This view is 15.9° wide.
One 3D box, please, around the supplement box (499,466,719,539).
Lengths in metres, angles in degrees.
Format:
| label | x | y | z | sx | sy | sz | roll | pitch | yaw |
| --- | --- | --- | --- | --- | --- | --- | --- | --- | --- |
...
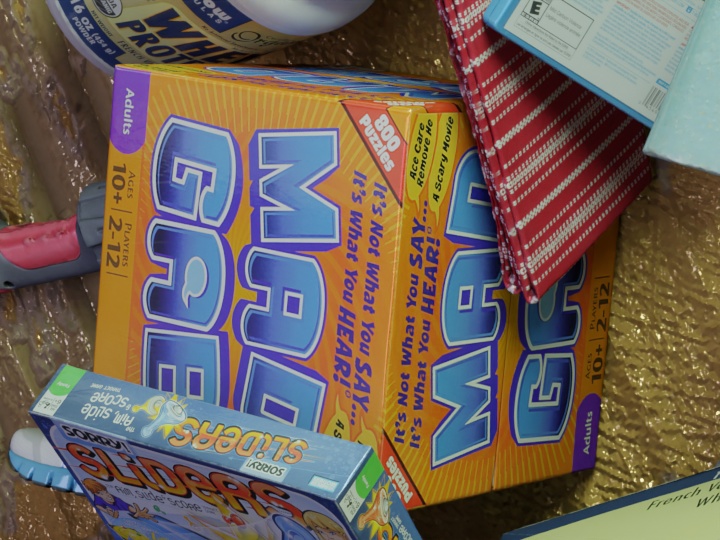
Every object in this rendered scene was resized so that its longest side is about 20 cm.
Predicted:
| label | x | y | z | sx | sy | sz | roll | pitch | yaw |
| --- | --- | --- | --- | --- | --- | --- | --- | --- | --- |
| supplement box | 0.151 | 0.195 | 1.199 | 0.199 | 0.200 | 0.135 | -20 | 102 | 24 |

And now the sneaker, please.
| label | x | y | z | sx | sy | sz | roll | pitch | yaw |
| --- | --- | --- | --- | --- | --- | --- | --- | --- | --- |
| sneaker | -0.127 | 0.100 | 1.570 | 0.199 | 0.075 | 0.087 | 5 | 90 | 31 |

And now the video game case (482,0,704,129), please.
| label | x | y | z | sx | sy | sz | roll | pitch | yaw |
| --- | --- | --- | --- | --- | --- | --- | --- | --- | --- |
| video game case | 0.165 | -0.171 | 1.234 | 0.201 | 0.143 | 0.018 | -57 | 31 | 7 |

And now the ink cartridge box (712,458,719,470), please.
| label | x | y | z | sx | sy | sz | roll | pitch | yaw |
| --- | --- | --- | --- | --- | --- | --- | --- | --- | --- |
| ink cartridge box | 0.267 | 0.117 | 1.266 | 0.173 | 0.044 | 0.201 | 34 | 116 | 4 |

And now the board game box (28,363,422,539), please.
| label | x | y | z | sx | sy | sz | roll | pitch | yaw |
| --- | --- | --- | --- | --- | --- | --- | --- | --- | --- |
| board game box | -0.057 | 0.119 | 1.280 | 0.199 | 0.035 | 0.136 | 12 | 144 | 37 |

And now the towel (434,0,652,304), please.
| label | x | y | z | sx | sy | sz | roll | pitch | yaw |
| --- | --- | --- | --- | --- | --- | --- | --- | --- | --- |
| towel | 0.089 | -0.104 | 1.282 | 0.022 | 0.145 | 0.201 | 2 | 119 | 36 |

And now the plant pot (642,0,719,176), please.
| label | x | y | z | sx | sy | sz | roll | pitch | yaw |
| --- | --- | --- | --- | --- | --- | --- | --- | --- | --- |
| plant pot | 0.276 | -0.113 | 1.153 | 0.195 | 0.196 | 0.202 | 18 | 95 | 36 |

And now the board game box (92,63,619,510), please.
| label | x | y | z | sx | sy | sz | roll | pitch | yaw |
| --- | --- | --- | --- | --- | --- | --- | --- | --- | --- |
| board game box | 0.000 | 0.000 | 1.369 | 0.199 | 0.199 | 0.202 | 11 | 100 | 38 |

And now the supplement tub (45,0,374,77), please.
| label | x | y | z | sx | sy | sz | roll | pitch | yaw |
| --- | --- | --- | --- | --- | --- | --- | --- | --- | --- |
| supplement tub | -0.069 | -0.188 | 1.403 | 0.199 | 0.144 | 0.146 | -15 | 84 | 48 |

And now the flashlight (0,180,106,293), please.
| label | x | y | z | sx | sy | sz | roll | pitch | yaw |
| --- | --- | --- | --- | --- | --- | --- | --- | --- | --- |
| flashlight | -0.203 | -0.022 | 1.615 | 0.199 | 0.067 | 0.069 | -13 | 83 | 40 |
